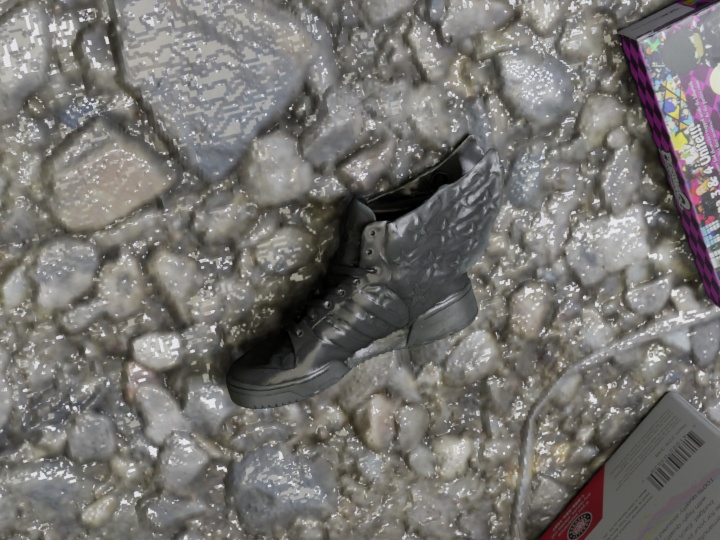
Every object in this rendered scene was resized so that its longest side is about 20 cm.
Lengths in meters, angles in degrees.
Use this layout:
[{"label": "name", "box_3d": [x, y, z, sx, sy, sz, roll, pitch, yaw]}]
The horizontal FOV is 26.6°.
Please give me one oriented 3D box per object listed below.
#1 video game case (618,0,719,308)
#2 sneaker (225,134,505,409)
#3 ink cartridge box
[{"label": "video game case", "box_3d": [0.277, -0.099, 0.973, 0.180, 0.036, 0.201, -27, 113, -5]}, {"label": "sneaker", "box_3d": [0.001, 0.001, 0.920, 0.198, 0.060, 0.105, -21, 114, -14]}, {"label": "ink cartridge box", "box_3d": [0.214, 0.187, 0.963, 0.085, 0.200, 0.148, 40, 95, -23]}]
